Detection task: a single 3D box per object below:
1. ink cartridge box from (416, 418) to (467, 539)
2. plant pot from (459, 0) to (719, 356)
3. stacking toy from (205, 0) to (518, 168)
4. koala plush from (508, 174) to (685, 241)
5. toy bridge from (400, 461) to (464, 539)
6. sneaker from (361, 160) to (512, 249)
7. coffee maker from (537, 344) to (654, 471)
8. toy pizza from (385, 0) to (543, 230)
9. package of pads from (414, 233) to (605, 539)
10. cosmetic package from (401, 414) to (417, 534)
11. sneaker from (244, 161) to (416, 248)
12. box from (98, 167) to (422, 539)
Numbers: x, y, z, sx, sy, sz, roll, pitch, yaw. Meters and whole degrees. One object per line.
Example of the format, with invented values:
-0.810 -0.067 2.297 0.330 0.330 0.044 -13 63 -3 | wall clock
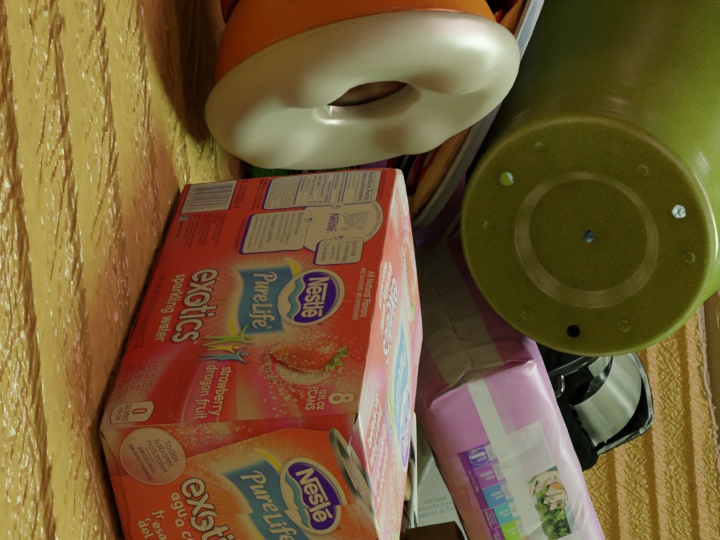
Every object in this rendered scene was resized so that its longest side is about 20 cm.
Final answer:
0.036 0.115 1.353 0.160 0.047 0.202 -112 -170 -77 | ink cartridge box
0.136 -0.054 1.058 0.193 0.199 0.202 -54 140 -61 | plant pot
-0.014 -0.160 0.940 0.146 0.145 0.201 57 21 -73 | stacking toy
0.078 -0.068 1.331 0.199 0.183 0.179 -17 86 -43 | koala plush
-0.007 0.113 1.065 0.200 0.067 0.027 55 30 -51 | toy bridge
0.000 0.000 1.192 0.201 0.114 0.073 -49 159 -33 | sneaker
0.115 0.089 1.494 0.135 0.192 0.200 41 -3 26 | coffee maker
0.055 -0.116 1.066 0.200 0.032 0.201 -157 -90 -83 | toy pizza
0.073 0.088 1.111 0.121 0.075 0.201 -110 177 -50 | package of pads
0.006 0.098 1.223 0.083 0.050 0.201 72 16 -60 | cosmetic package
-0.013 -0.032 1.053 0.078 0.084 0.202 41 45 -79 | sneaker
-0.032 0.045 0.823 0.200 0.102 0.095 -81 164 -60 | box
